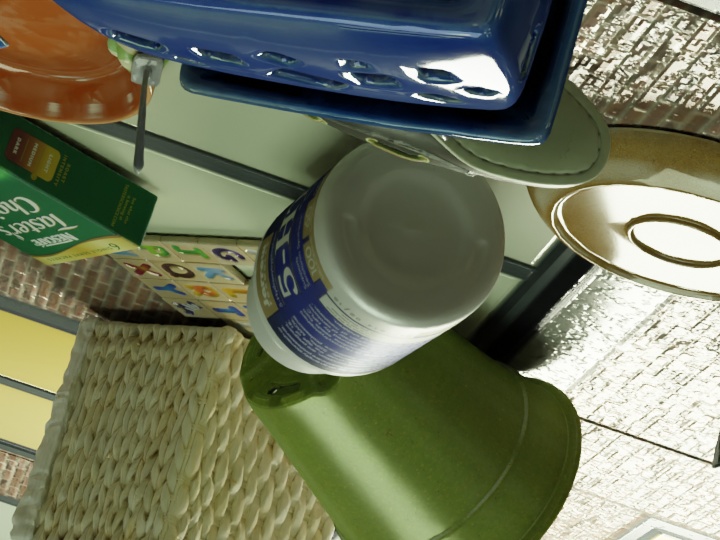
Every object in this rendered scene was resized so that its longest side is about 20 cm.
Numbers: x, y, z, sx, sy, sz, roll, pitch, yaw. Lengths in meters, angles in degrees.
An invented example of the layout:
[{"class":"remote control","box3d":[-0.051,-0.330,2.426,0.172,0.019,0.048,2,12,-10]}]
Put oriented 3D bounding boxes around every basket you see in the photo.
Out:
[{"class":"basket","box3d":[-0.130,0.162,2.038,0.160,0.201,0.198,0,155,41]}]

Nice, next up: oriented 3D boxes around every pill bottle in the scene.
[{"class":"pill bottle","box3d":[0.000,0.000,1.628,0.119,0.120,0.200,22,159,-13]}]

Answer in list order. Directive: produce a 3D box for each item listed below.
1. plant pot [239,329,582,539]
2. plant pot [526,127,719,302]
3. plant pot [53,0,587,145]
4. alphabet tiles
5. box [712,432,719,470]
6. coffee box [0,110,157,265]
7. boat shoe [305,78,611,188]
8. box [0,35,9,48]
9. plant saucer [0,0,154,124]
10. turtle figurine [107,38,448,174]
[{"class":"plant pot","box3d":[0.019,0.099,1.823,0.200,0.200,0.190,-5,138,46]},{"class":"plant pot","box3d":[0.189,-0.026,1.546,0.199,0.028,0.200,16,160,6]},{"class":"plant pot","box3d":[0.003,-0.162,1.098,0.199,0.201,0.180,10,165,18]},{"class":"alphabet tiles","box3d":[-0.079,0.022,1.917,0.167,0.008,0.200,3,155,34]},{"class":"box","box3d":[0.352,0.121,1.743,0.157,0.050,0.200,23,159,-17]},{"class":"coffee box","box3d":[-0.247,-0.068,1.759,0.200,0.044,0.123,31,156,-34]},{"class":"boat shoe","box3d":[0.039,-0.093,1.431,0.201,0.072,0.061,23,165,4]},{"class":"box","box3d":[-0.302,-0.169,1.460,0.200,0.048,0.122,46,149,-24]},{"class":"plant saucer","box3d":[-0.213,-0.146,1.546,0.200,0.032,0.200,15,159,6]},{"class":"turtle figurine","box3d":[-0.041,-0.110,1.296,0.144,0.201,0.194,-29,170,11]}]
